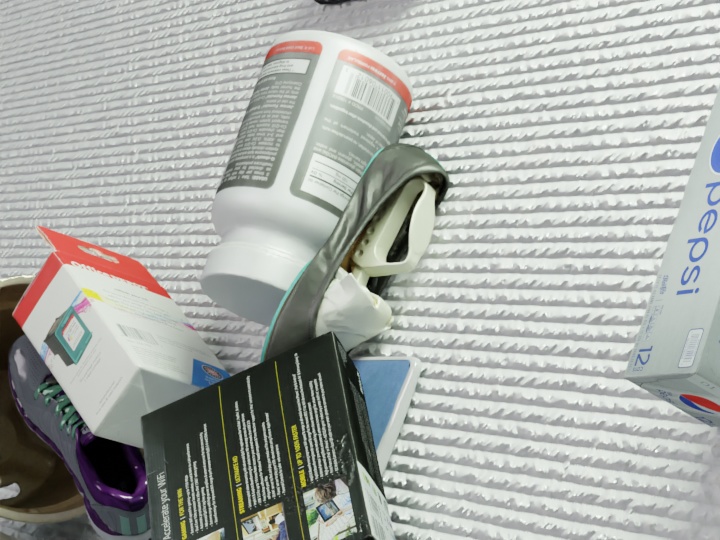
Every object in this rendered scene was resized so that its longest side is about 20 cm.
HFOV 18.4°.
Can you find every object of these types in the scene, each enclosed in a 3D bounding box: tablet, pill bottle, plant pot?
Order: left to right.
[{"bbox_3d":[-0.291,0.124,1.842,0.183,0.200,0.201,-34,35,62],"label":"plant pot"},{"bbox_3d":[-0.043,-0.065,1.633,0.116,0.116,0.200,-14,52,57],"label":"pill bottle"},{"bbox_3d":[-0.031,0.120,1.546,0.200,0.014,0.130,-4,60,59],"label":"tablet"}]

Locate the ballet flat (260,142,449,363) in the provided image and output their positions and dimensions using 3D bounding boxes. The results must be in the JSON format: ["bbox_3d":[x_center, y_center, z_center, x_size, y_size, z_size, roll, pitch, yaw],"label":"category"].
[{"bbox_3d":[0.000,0.000,1.546,0.068,0.068,0.200,19,77,43],"label":"ballet flat"}]

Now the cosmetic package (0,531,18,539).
[{"bbox_3d":[-0.325,0.300,1.799,0.200,0.105,0.071,-46,28,32],"label":"cosmetic package"}]

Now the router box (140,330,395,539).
[{"bbox_3d":[-0.062,0.144,1.436,0.149,0.051,0.200,-24,38,10],"label":"router box"}]

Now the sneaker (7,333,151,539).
[{"bbox_3d":[-0.207,0.113,1.701,0.200,0.074,0.088,54,159,23],"label":"sneaker"}]

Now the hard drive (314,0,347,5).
[{"bbox_3d":[0.026,-0.293,1.830,0.200,0.038,0.140,5,69,62],"label":"hard drive"}]

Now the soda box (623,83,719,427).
[{"bbox_3d":[0.211,-0.020,1.179,0.063,0.068,0.200,-10,55,60],"label":"soda box"}]

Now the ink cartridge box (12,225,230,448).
[{"bbox_3d":[-0.186,0.055,1.713,0.067,0.116,0.200,-55,44,14],"label":"ink cartridge box"}]
